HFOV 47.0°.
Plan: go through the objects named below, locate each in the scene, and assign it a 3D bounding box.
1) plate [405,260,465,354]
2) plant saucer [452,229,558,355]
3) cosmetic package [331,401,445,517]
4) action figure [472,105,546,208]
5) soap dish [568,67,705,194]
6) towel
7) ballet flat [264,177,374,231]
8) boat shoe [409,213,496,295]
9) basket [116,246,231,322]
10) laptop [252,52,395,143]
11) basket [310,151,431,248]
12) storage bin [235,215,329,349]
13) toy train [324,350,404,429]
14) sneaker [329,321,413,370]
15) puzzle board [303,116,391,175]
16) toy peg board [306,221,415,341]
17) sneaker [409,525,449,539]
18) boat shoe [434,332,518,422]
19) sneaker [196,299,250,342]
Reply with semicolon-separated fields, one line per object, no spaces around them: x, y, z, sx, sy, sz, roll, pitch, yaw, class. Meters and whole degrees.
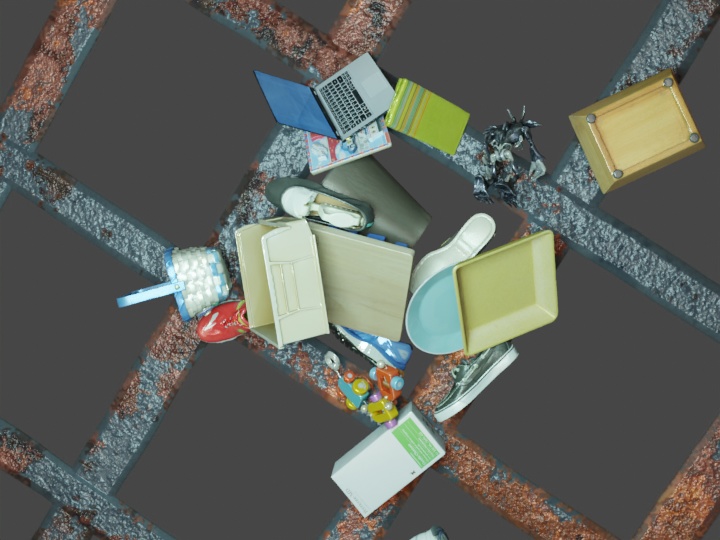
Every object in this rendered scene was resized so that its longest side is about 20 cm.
0.169;0.066;1.523;0.198;0.026;0.202;-12;123;-18;plate
0.255;0.033;1.494;0.198;0.049;0.201;-20;124;-12;plant saucer
0.053;0.357;1.570;0.200;0.085;0.108;-41;92;6;cosmetic package
0.268;-0.202;1.503;0.118;0.102;0.201;2;52;33;action figure
0.498;-0.251;1.484;0.199;0.081;0.158;-25;91;8;soap dish
0.121;-0.272;1.484;0.018;0.199;0.087;30;101;42;towel
-0.072;-0.112;1.420;0.198;0.069;0.069;13;113;1;ballet flat
0.173;-0.024;1.543;0.200;0.059;0.072;-45;78;6;boat shoe
-0.345;0.028;1.548;0.198;0.176;0.140;-12;96;-4;basket
-0.061;-0.328;1.476;0.199;0.116;0.188;-33;46;7;laptop
0.021;-0.114;1.521;0.199;0.136;0.181;36;69;-3;basket
-0.140;0.013;1.436;0.093;0.200;0.201;-11;99;-19;storage bin
0.023;0.206;1.531;0.055;0.199;0.151;-29;117;-33;toy train
0.014;0.115;1.572;0.199;0.079;0.089;37;74;9;sneaker
-0.031;-0.264;1.504;0.149;0.201;0.017;-19;135;7;puzzle board
0.000;0.000;1.495;0.198;0.098;0.200;15;129;11;toy peg board
0.152;0.593;1.590;0.087;0.074;0.202;-23;84;19;sneaker
0.204;0.198;1.554;0.200;0.071;0.064;-43;89;-1;boat shoe
-0.227;0.087;1.583;0.198;0.085;0.078;-19;90;7;sneaker
